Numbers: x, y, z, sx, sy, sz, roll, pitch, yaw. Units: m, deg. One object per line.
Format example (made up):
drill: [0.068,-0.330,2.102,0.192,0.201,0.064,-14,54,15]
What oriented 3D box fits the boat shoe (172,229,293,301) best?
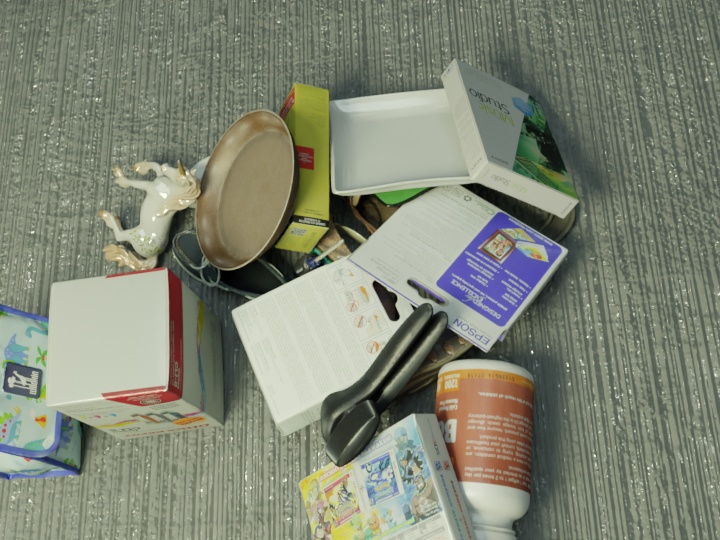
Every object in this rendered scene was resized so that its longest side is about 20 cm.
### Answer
boat shoe: [-0.169,-0.005,1.182,0.199,0.062,0.075,32,78,21]

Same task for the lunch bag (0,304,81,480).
lunch bag: [-0.410,0.147,1.091,0.126,0.200,0.172,-6,66,8]

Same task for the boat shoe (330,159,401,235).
boat shoe: [0.015,-0.097,1.179,0.071,0.072,0.202,-25,66,0]

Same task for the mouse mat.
mouse mat: [0.073,-0.156,1.175,0.198,0.008,0.161,-27,47,-20]

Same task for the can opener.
can opener: [0.027,0.121,0.991,0.201,0.063,0.079,-52,50,4]

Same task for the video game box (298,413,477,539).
video game box: [0.029,0.278,0.984,0.199,0.046,0.184,-36,62,35]

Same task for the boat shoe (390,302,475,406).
boat shoe: [0.062,0.105,1.090,0.198,0.073,0.075,-28,62,5]

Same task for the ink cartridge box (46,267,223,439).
ink cartridge box: [-0.258,0.104,1.081,0.143,0.200,0.147,-9,69,8]

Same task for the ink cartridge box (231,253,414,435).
ink cartridge box: [-0.035,0.077,1.079,0.198,0.047,0.161,-25,60,-4]

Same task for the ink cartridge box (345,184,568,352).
ink cartridge box: [0.113,-0.008,1.075,0.197,0.044,0.200,33,52,18]

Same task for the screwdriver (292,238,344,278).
screwdriver: [-0.049,-0.012,1.100,0.027,0.200,0.030,2,84,-17]

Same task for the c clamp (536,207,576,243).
c clamp: [0.180,-0.069,1.162,0.170,0.027,0.200,-40,67,-7]

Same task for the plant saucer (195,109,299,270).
plant saucer: [-0.135,-0.097,1.124,0.199,0.032,0.203,-19,64,44]

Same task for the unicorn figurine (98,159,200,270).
unicorn figurine: [-0.274,-0.088,1.206,0.136,0.202,0.074,28,32,24]

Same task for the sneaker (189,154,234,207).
sneaker: [-0.149,-0.110,1.214,0.197,0.075,0.101,-14,65,5]

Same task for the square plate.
square plate: [0.059,-0.162,1.157,0.197,0.029,0.200,-6,43,0]

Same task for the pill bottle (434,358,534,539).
pill bottle: [0.133,0.209,1.010,0.110,0.112,0.203,2,68,11]

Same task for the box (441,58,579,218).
box: [0.180,-0.164,1.119,0.143,0.036,0.202,18,43,-28]

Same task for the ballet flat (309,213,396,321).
ballet flat: [0.000,0.000,1.148,0.067,0.068,0.200,-36,68,-12]

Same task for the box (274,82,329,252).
box: [-0.073,-0.130,1.149,0.049,0.075,0.203,10,65,-20]
